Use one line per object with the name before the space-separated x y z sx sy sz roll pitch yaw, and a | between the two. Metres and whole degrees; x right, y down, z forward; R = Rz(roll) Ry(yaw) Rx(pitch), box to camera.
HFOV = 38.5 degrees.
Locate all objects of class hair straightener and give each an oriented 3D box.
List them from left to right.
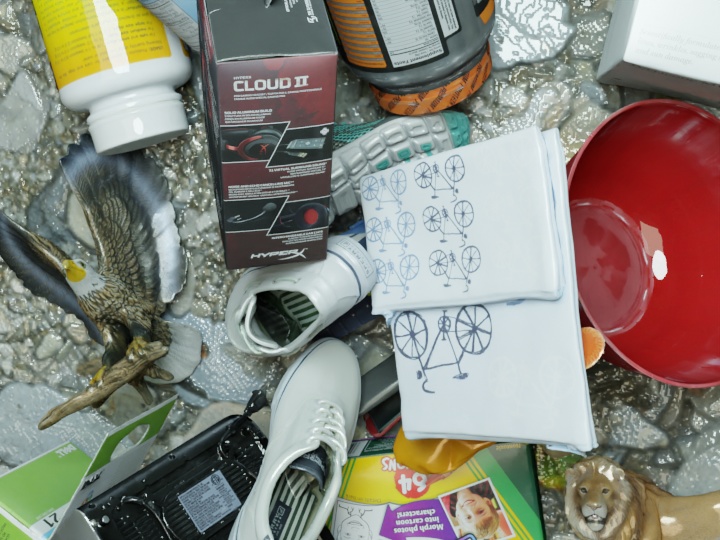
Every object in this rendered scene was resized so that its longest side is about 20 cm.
hair straightener | 0.063 0.053 0.823 0.199 0.041 0.077 -37 131 13

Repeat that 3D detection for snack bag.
snack bag | 0.069 0.020 0.685 0.188 0.021 0.202 -8 89 52

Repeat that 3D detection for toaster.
toaster | -0.116 0.224 0.793 0.182 0.199 0.119 55 135 6

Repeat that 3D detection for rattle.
rattle | 0.086 0.080 0.722 0.141 0.200 0.132 -6 84 3

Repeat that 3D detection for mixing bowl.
mixing bowl | 0.201 -0.010 0.752 0.198 0.108 0.203 5 77 -23

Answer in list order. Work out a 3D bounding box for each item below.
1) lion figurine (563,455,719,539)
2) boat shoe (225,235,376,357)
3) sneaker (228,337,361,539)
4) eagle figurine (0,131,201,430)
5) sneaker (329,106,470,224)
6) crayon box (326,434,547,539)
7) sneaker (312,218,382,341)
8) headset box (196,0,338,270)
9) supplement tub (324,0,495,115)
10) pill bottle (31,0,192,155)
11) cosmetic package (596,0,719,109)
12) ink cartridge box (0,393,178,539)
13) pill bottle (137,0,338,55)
lion figurine | 0.260 0.205 0.818 0.198 0.072 0.124 -3 84 -4
boat shoe | -0.067 0.029 0.785 0.074 0.067 0.200 51 144 -1
sneaker | -0.034 0.134 0.764 0.073 0.201 0.071 31 145 -20
eagle figurine | -0.218 0.006 0.858 0.150 0.151 0.201 -11 60 -27
sneaker | -0.012 -0.093 0.817 0.198 0.092 0.078 -21 136 -7
crayon box | 0.054 0.226 0.855 0.198 0.058 0.175 -8 96 12
sneaker | 0.000 0.000 0.834 0.198 0.082 0.074 -14 114 30
headset box | -0.065 -0.123 0.675 0.074 0.150 0.201 -6 140 -10
supplement tub | 0.025 -0.219 0.733 0.121 0.123 0.201 -13 131 12
pill bottle | -0.199 -0.199 0.818 0.108 0.109 0.202 -14 95 12
cosmetic package | 0.228 -0.161 0.699 0.112 0.200 0.082 14 100 8
ink cartridge box | -0.251 0.180 0.860 0.075 0.148 0.201 33 101 8
pill bottle | -0.107 -0.220 0.760 0.109 0.109 0.200 -44 125 13
